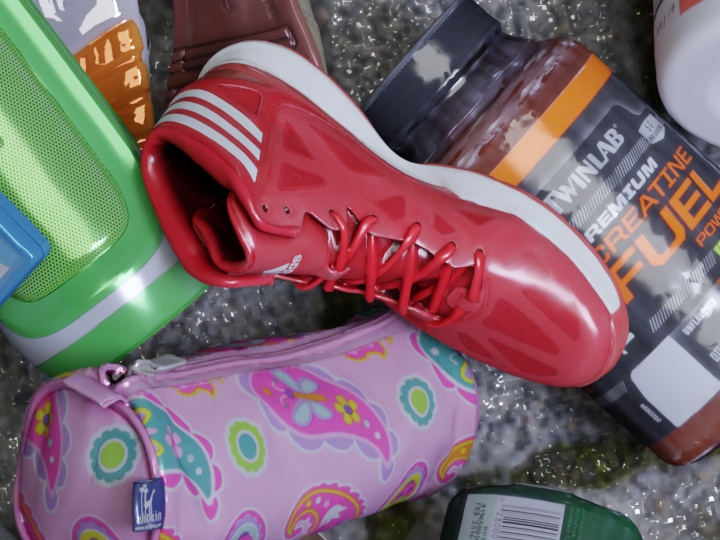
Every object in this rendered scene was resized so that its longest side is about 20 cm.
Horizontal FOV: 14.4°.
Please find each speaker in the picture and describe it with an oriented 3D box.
[{"bbox_3d":[-0.144,-0.055,1.091,0.088,0.088,0.200,-38,96,-11],"label":"speaker"}]

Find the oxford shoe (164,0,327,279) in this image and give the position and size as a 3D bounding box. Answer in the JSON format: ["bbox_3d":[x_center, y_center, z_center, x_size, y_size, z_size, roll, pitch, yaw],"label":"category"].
[{"bbox_3d":[-0.043,-0.098,1.171,0.070,0.075,0.201,-4,104,14],"label":"oxford shoe"}]

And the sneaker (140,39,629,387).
[{"bbox_3d":[0.000,0.000,1.079,0.199,0.116,0.079,31,124,8],"label":"sneaker"}]

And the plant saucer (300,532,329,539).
[{"bbox_3d":[-0.061,0.175,1.107,0.200,0.034,0.201,22,57,-37],"label":"plant saucer"}]

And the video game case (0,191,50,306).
[{"bbox_3d":[-0.226,0.003,1.091,0.143,0.018,0.200,45,121,-1],"label":"video game case"}]

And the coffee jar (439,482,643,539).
[{"bbox_3d":[0.056,0.192,1.106,0.085,0.104,0.201,9,65,13],"label":"coffee jar"}]

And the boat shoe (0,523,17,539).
[{"bbox_3d":[-0.128,0.180,1.127,0.071,0.072,0.200,-31,100,21],"label":"boat shoe"}]

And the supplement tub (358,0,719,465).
[{"bbox_3d":[0.092,-0.021,1.161,0.200,0.107,0.107,41,79,-2],"label":"supplement tub"}]

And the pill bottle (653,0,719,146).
[{"bbox_3d":[0.174,-0.158,1.168,0.111,0.112,0.201,6,60,-8],"label":"pill bottle"}]

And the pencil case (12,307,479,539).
[{"bbox_3d":[-0.042,0.064,1.095,0.199,0.087,0.088,-9,83,-48],"label":"pencil case"}]

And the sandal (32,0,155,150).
[{"bbox_3d":[-0.120,-0.097,1.157,0.079,0.059,0.208,2,98,0],"label":"sandal"}]
